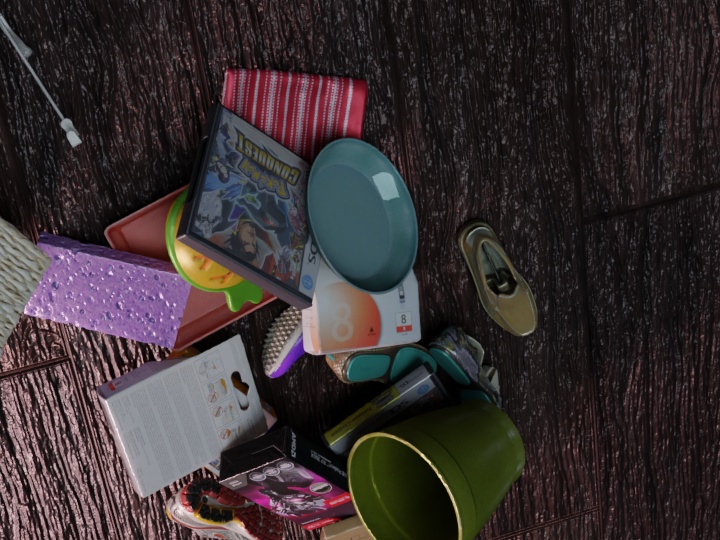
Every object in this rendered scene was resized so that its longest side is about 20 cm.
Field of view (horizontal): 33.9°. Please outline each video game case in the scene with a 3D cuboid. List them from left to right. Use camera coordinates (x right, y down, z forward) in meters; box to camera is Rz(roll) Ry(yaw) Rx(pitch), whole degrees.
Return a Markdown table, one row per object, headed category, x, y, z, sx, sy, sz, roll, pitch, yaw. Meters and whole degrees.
| category | x | y | z | sx | sy | sz | roll | pitch | yaw |
| --- | --- | --- | --- | --- | --- | --- | --- | --- | --- |
| video game case | -0.120 | -0.075 | 1.422 | 0.199 | 0.025 | 0.183 | 31 | 57 | -36 |
| video game case | 0.058 | 0.238 | 1.691 | 0.180 | 0.026 | 0.201 | -35 | 139 | -1 |

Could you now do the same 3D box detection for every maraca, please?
| category | x | y | z | sx | sy | sz | roll | pitch | yaw |
| --- | --- | --- | --- | --- | --- | --- | --- | --- | --- |
| maraca | -0.167 | -0.033 | 1.469 | 0.138 | 0.106 | 0.200 | -54 | 136 | -12 |

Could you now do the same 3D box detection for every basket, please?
| category | x | y | z | sx | sy | sz | roll | pitch | yaw |
| --- | --- | --- | --- | --- | --- | --- | --- | --- | --- |
| basket | -0.499 | 0.010 | 1.353 | 0.200 | 0.197 | 0.162 | 42 | 52 | -27 |

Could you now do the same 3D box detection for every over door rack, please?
| category | x | y | z | sx | sy | sz | roll | pitch | yaw |
| --- | --- | --- | --- | --- | --- | --- | --- | --- | --- |
| over door rack | -0.434 | -0.197 | 1.367 | 0.147 | 0.067 | 0.202 | -31 | 97 | -2 |

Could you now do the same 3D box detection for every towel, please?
| category | x | y | z | sx | sy | sz | roll | pitch | yaw |
| --- | --- | --- | --- | --- | --- | --- | --- | --- | --- |
| towel | -0.085 | -0.177 | 1.494 | 0.197 | 0.022 | 0.147 | 0 | 107 | -29 |

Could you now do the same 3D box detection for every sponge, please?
| category | x | y | z | sx | sy | sz | roll | pitch | yaw |
| --- | --- | --- | --- | --- | --- | --- | --- | --- | --- |
| sponge | -0.319 | 0.026 | 1.497 | 0.197 | 0.030 | 0.113 | 14 | 119 | -11 |

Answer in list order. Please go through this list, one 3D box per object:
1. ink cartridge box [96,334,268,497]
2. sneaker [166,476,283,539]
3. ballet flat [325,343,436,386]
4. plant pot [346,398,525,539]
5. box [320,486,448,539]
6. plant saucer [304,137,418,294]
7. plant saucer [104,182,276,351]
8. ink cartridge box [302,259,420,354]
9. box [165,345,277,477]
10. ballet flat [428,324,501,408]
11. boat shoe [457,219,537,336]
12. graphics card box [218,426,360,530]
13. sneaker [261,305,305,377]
| category | x | y | z | sx | sy | sz | roll | pitch | yaw |
| --- | --- | --- | --- | --- | --- | --- | --- | --- | --- |
| ink cartridge box | -0.236 | 0.186 | 1.582 | 0.198 | 0.050 | 0.164 | -27 | 119 | -24 |
| sneaker | -0.189 | 0.347 | 1.688 | 0.199 | 0.079 | 0.082 | 31 | 139 | -35 |
| ballet flat | 0.027 | 0.122 | 1.648 | 0.199 | 0.065 | 0.071 | 13 | 104 | -49 |
| plant pot | 0.118 | 0.271 | 1.590 | 0.192 | 0.199 | 0.203 | -26 | 122 | -40 |
| box | 0.036 | 0.367 | 1.728 | 0.197 | 0.022 | 0.164 | -16 | 160 | -10 |
| plant saucer | -0.006 | -0.065 | 1.493 | 0.036 | 0.202 | 0.200 | -17 | 129 | 42 |
| plant saucer | -0.203 | -0.023 | 1.539 | 0.198 | 0.037 | 0.201 | -28 | 117 | -5 |
| ink cartridge box | 0.000 | 0.000 | 1.541 | 0.160 | 0.050 | 0.203 | -5 | 96 | -32 |
| box | -0.209 | 0.200 | 1.630 | 0.200 | 0.042 | 0.119 | 40 | 96 | -25 |
| ballet flat | 0.167 | 0.152 | 1.711 | 0.072 | 0.072 | 0.201 | -34 | 124 | -1 |
| boat shoe | 0.199 | 0.024 | 1.660 | 0.071 | 0.076 | 0.201 | -36 | 118 | 0 |
| graphics card box | -0.084 | 0.288 | 1.620 | 0.124 | 0.051 | 0.200 | -23 | 137 | 29 |
| sneaker | -0.052 | 0.074 | 1.608 | 0.099 | 0.070 | 0.201 | 29 | 102 | -28 |
